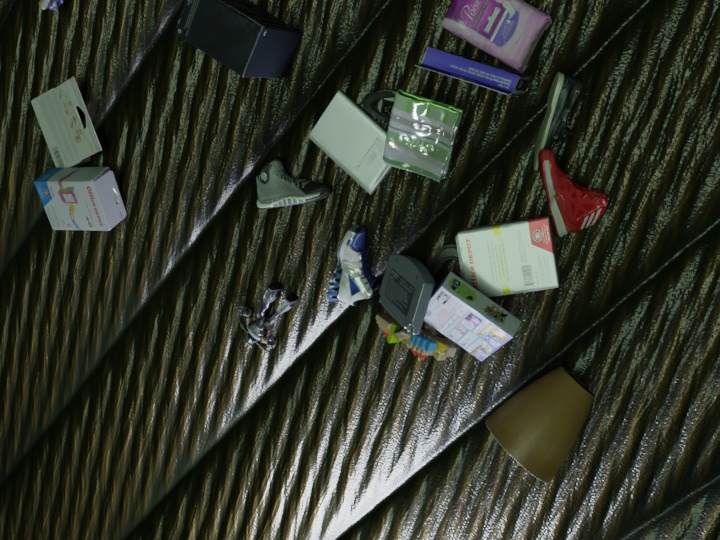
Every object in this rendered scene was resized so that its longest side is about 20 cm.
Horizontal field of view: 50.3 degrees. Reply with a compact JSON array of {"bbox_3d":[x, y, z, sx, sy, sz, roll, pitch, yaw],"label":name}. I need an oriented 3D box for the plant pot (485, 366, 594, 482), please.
[{"bbox_3d":[0.398,0.310,1.639,0.186,0.186,0.201,40,99,9],"label":"plant pot"}]

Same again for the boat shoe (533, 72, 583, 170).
[{"bbox_3d":[0.399,-0.292,1.541,0.065,0.075,0.203,10,114,1],"label":"boat shoe"}]

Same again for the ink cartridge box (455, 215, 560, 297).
[{"bbox_3d":[0.313,-0.028,1.621,0.196,0.083,0.148,-8,96,19],"label":"ink cartridge box"}]

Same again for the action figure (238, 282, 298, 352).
[{"bbox_3d":[-0.240,0.120,1.905,0.130,0.069,0.201,39,117,4],"label":"action figure"}]

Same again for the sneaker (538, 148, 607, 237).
[{"bbox_3d":[0.429,-0.169,1.544,0.113,0.079,0.202,-15,127,14],"label":"sneaker"}]

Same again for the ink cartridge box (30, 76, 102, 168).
[{"bbox_3d":[-0.761,-0.382,2.014,0.174,0.045,0.204,-17,96,26],"label":"ink cartridge box"}]

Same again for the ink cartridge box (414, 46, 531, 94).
[{"bbox_3d":[0.226,-0.394,1.518,0.195,0.200,0.044,22,110,16],"label":"ink cartridge box"}]

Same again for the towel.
[{"bbox_3d":[0.126,-0.277,1.605,0.146,0.031,0.201,16,145,4],"label":"towel"}]

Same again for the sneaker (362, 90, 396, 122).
[{"bbox_3d":[0.087,-0.341,1.648,0.197,0.090,0.068,22,109,16],"label":"sneaker"}]

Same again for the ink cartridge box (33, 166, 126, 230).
[{"bbox_3d":[-0.731,-0.187,2.007,0.196,0.085,0.147,1,122,21],"label":"ink cartridge box"}]

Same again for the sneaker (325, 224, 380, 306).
[{"bbox_3d":[0.000,0.001,1.778,0.113,0.081,0.203,23,117,12],"label":"sneaker"}]

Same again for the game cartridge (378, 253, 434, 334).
[{"bbox_3d":[0.101,0.041,1.689,0.040,0.200,0.136,6,107,-22],"label":"game cartridge"}]

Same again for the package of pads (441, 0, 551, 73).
[{"bbox_3d":[0.274,-0.499,1.543,0.198,0.076,0.122,34,110,12],"label":"package of pads"}]

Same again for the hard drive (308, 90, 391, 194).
[{"bbox_3d":[-0.010,-0.290,1.736,0.200,0.027,0.132,43,114,8],"label":"hard drive"}]

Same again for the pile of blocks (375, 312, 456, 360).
[{"bbox_3d":[0.119,0.166,1.758,0.197,0.082,0.063,25,110,15],"label":"pile of blocks"}]

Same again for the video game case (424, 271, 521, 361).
[{"bbox_3d":[0.227,0.102,1.639,0.180,0.046,0.200,36,157,3],"label":"video game case"}]

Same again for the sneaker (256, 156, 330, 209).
[{"bbox_3d":[-0.167,-0.212,1.794,0.196,0.075,0.118,-7,97,25],"label":"sneaker"}]

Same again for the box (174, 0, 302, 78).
[{"bbox_3d":[-0.266,-0.522,1.692,0.197,0.200,0.125,32,112,12],"label":"box"}]

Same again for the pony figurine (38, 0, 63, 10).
[{"bbox_3d":[-0.743,-0.739,1.882,0.199,0.165,0.195,-36,80,40],"label":"pony figurine"}]

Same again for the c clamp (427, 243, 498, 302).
[{"bbox_3d":[0.208,0.036,1.725,0.199,0.027,0.173,36,108,13],"label":"c clamp"}]
